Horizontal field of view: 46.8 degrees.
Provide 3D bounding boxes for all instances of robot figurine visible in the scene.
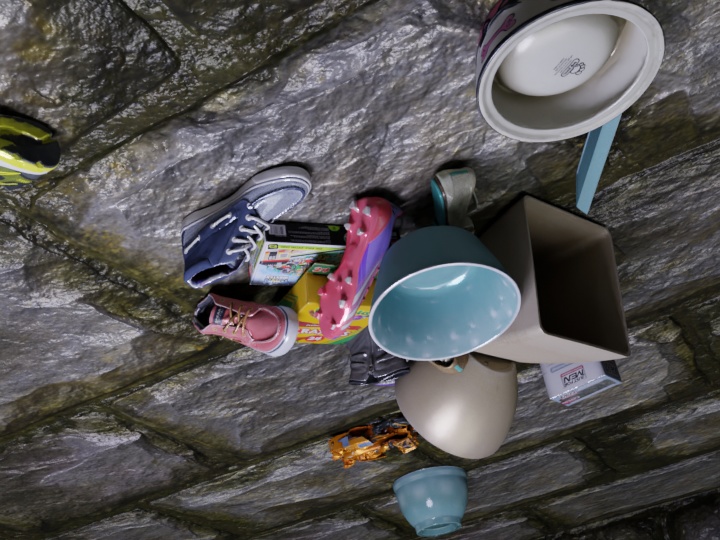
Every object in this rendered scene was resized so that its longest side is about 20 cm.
[{"bbox_3d":[0.039,0.371,1.801,0.198,0.059,0.145,-18,149,13],"label":"robot figurine"}]

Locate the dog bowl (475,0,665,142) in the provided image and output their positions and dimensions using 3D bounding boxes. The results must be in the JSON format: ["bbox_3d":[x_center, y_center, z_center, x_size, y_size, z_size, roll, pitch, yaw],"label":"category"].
[{"bbox_3d":[0.211,-0.229,0.879,0.197,0.075,0.201,-8,148,-5],"label":"dog bowl"}]

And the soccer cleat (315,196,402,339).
[{"bbox_3d":[0.000,0.000,1.110,0.076,0.066,0.202,8,103,-40],"label":"soccer cleat"}]

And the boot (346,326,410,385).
[{"bbox_3d":[0.062,0.101,1.300,0.199,0.133,0.070,-26,153,27],"label":"boot"}]

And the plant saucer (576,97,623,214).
[{"bbox_3d":[0.292,-0.155,1.027,0.019,0.071,0.201,6,149,4],"label":"plant saucer"}]

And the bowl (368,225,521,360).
[{"bbox_3d":[0.100,0.019,1.087,0.198,0.106,0.202,-6,139,-5],"label":"bowl"}]

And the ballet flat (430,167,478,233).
[{"bbox_3d":[0.131,-0.065,1.129,0.062,0.068,0.201,-20,150,-8],"label":"ballet flat"}]

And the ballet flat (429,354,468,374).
[{"bbox_3d":[0.076,0.079,1.226,0.068,0.200,0.072,-47,167,8],"label":"ballet flat"}]

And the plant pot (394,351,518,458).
[{"bbox_3d":[0.171,0.173,1.309,0.198,0.201,0.135,10,127,-29],"label":"plant pot"}]

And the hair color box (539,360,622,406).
[{"bbox_3d":[0.328,0.099,1.313,0.099,0.202,0.060,-31,143,31],"label":"hair color box"}]

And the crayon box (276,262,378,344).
[{"bbox_3d":[-0.045,0.053,1.214,0.125,0.051,0.200,5,155,-23],"label":"crayon box"}]

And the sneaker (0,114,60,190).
[{"bbox_3d":[-0.416,-0.128,0.855,0.199,0.075,0.084,20,138,-40],"label":"sneaker"}]

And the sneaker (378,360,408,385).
[{"bbox_3d":[0.097,0.170,1.488,0.198,0.070,0.100,-14,157,12],"label":"sneaker"}]

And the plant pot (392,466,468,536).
[{"bbox_3d":[0.191,0.607,2.153,0.197,0.136,0.201,-7,149,-4],"label":"plant pot"}]

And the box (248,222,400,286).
[{"bbox_3d":[-0.051,-0.019,1.174,0.197,0.035,0.110,2,147,-20],"label":"box"}]

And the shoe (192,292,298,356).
[{"bbox_3d":[-0.171,0.077,1.202,0.090,0.072,0.199,16,172,-31],"label":"shoe"}]

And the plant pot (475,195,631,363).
[{"bbox_3d":[0.251,0.039,1.219,0.198,0.203,0.176,15,150,-35],"label":"plant pot"}]

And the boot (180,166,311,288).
[{"bbox_3d":[-0.141,-0.050,1.045,0.198,0.091,0.073,-26,145,24],"label":"boot"}]
